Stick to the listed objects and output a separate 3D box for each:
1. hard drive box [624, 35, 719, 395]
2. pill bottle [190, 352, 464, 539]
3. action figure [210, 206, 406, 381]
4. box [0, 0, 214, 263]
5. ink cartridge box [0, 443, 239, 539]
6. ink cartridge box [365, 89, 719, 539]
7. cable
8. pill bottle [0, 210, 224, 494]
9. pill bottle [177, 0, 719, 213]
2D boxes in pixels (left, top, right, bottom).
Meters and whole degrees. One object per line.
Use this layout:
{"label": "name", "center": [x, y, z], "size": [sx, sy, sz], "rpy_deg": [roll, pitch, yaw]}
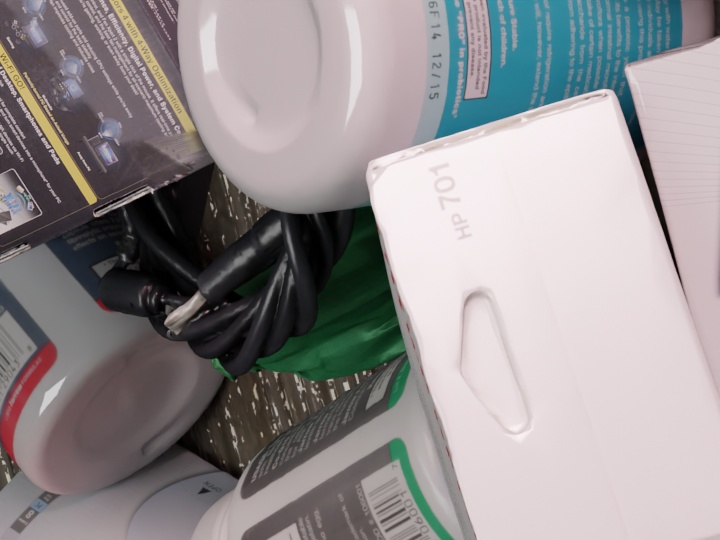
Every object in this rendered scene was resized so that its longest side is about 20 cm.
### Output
{"label": "hard drive box", "center": [0.185, 0.010, 0.749], "size": [0.155, 0.077, 0.201], "rpy_deg": [-15, 94, 15]}
{"label": "pill bottle", "center": [0.015, 0.103, 0.996], "size": [0.200, 0.113, 0.114], "rpy_deg": [-35, 78, 48]}
{"label": "action figure", "center": [0.000, 0.000, 0.970], "size": [0.200, 0.118, 0.055], "rpy_deg": [-30, 42, 42]}
{"label": "box", "center": [-0.151, -0.105, 0.880], "size": [0.161, 0.049, 0.201], "rpy_deg": [-23, 104, 30]}
{"label": "ink cartridge box", "center": [-0.130, 0.148, 1.106], "size": [0.160, 0.199, 0.048], "rpy_deg": [26, 125, 40]}
{"label": "ink cartridge box", "center": [0.064, 0.044, 0.795], "size": [0.200, 0.085, 0.147], "rpy_deg": [82, 171, -77]}
{"label": "cable", "center": [-0.044, -0.065, 0.925], "size": [0.163, 0.051, 0.201], "rpy_deg": [27, 100, 57]}
{"label": "pill bottle", "center": [-0.164, -0.001, 1.153], "size": [0.200, 0.119, 0.120], "rpy_deg": [47, 134, 26]}
{"label": "pill bottle", "center": [0.045, -0.083, 0.823], "size": [0.111, 0.199, 0.111], "rpy_deg": [14, 108, 51]}
